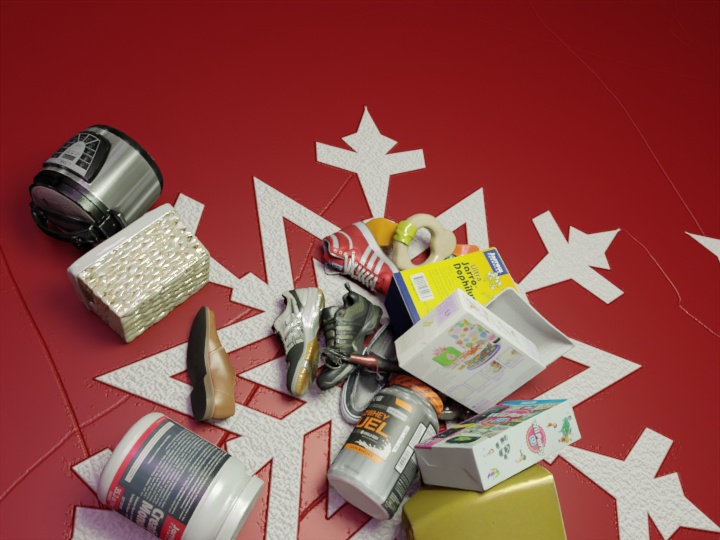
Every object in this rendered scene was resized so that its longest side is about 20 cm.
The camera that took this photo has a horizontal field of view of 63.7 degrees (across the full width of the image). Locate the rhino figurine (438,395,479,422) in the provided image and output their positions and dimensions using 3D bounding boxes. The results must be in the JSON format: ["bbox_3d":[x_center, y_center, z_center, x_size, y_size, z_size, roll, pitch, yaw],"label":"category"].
[{"bbox_3d":[0.203,0.268,1.003,0.199,0.060,0.088,30,55,8],"label":"rhino figurine"}]

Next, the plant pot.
[{"bbox_3d":[0.168,0.390,0.834,0.197,0.196,0.197,-10,82,-4],"label":"plant pot"}]

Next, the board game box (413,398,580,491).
[{"bbox_3d":[0.202,0.255,0.864,0.198,0.147,0.065,-13,84,-31],"label":"board game box"}]

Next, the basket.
[{"bbox_3d":[-0.364,0.008,0.984,0.123,0.136,0.200,44,61,9],"label":"basket"}]

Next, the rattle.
[{"bbox_3d":[0.123,-0.048,1.185,0.198,0.142,0.132,-2,85,-36],"label":"rattle"}]

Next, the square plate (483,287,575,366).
[{"bbox_3d":[0.228,0.130,0.980,0.199,0.198,0.029,36,26,-29],"label":"square plate"}]

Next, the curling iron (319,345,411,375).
[{"bbox_3d":[0.023,0.158,0.960,0.198,0.026,0.050,16,15,-22],"label":"curling iron"}]

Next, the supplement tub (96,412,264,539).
[{"bbox_3d":[-0.254,0.310,0.830,0.198,0.141,0.141,28,59,5],"label":"supplement tub"}]

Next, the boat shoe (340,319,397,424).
[{"bbox_3d":[0.027,0.170,1.014,0.071,0.068,0.201,30,59,5],"label":"boat shoe"}]

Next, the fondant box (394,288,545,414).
[{"bbox_3d":[0.174,0.135,0.922,0.199,0.144,0.059,33,27,-29],"label":"fondant box"}]

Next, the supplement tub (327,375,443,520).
[{"bbox_3d":[0.046,0.276,0.926,0.122,0.123,0.201,32,59,7],"label":"supplement tub"}]

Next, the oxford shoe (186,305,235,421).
[{"bbox_3d":[-0.247,0.155,0.975,0.071,0.071,0.202,12,54,-39],"label":"oxford shoe"}]

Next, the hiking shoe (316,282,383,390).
[{"bbox_3d":[-0.041,0.116,1.017,0.100,0.076,0.201,40,49,-10],"label":"hiking shoe"}]

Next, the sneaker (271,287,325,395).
[{"bbox_3d":[-0.116,0.123,1.018,0.086,0.076,0.202,2,55,6],"label":"sneaker"}]

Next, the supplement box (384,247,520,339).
[{"bbox_3d":[0.156,0.053,1.008,0.198,0.109,0.110,-14,61,-15],"label":"supplement box"}]

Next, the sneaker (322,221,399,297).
[{"bbox_3d":[0.000,0.000,1.104,0.111,0.072,0.201,-20,59,-26],"label":"sneaker"}]

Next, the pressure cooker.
[{"bbox_3d":[-0.466,-0.131,1.015,0.178,0.175,0.201,42,57,-19],"label":"pressure cooker"}]
